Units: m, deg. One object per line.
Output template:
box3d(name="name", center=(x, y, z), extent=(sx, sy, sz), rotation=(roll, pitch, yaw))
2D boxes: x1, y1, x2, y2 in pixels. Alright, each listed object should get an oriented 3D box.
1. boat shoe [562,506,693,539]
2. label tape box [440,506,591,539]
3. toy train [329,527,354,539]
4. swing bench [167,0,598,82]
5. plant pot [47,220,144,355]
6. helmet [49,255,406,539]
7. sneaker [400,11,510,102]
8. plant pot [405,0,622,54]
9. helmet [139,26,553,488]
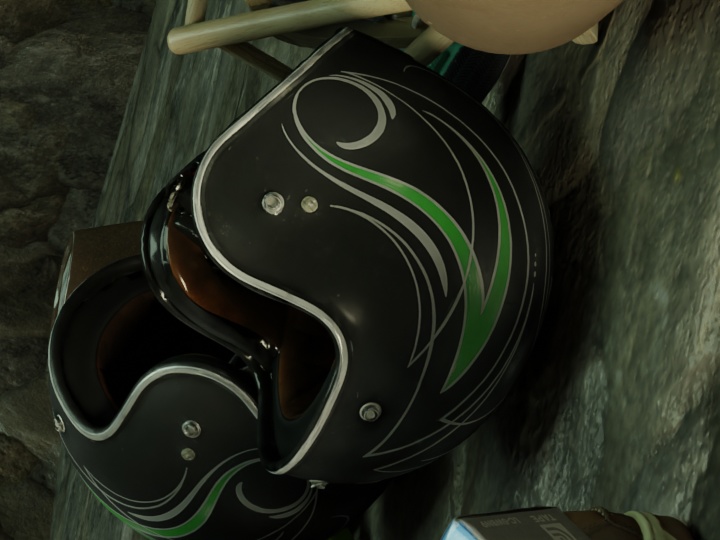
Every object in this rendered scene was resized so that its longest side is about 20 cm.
box3d(name="boat shoe", center=(0.078, 0.185, 0.710), extent=(0.075, 0.075, 0.202), rotation=(122, 155, -58))
box3d(name="label tape box", center=(0.076, 0.195, 0.621), extent=(0.200, 0.063, 0.144), rotation=(44, 114, 33))
box3d(name="toy train", center=(-0.031, 0.142, 1.240), extent=(0.200, 0.085, 0.116), rotation=(-61, 37, 37))
box3d(name="swing bench", center=(0.020, -0.204, 1.020), extent=(0.200, 0.130, 0.199), rotation=(-19, 56, 41))
box3d(name="plant pot", center=(-0.123, 0.034, 1.426), extent=(0.187, 0.200, 0.187), rotation=(-169, 90, -78))
box3d(name="helmet", center=(-0.078, 0.074, 1.127), extent=(0.191, 0.200, 0.200), rotation=(-25, 50, 42))
box3d(name="sneaker", center=(0.062, -0.162, 1.137), extent=(0.088, 0.074, 0.200), rotation=(75, -155, -69))
box3d(name="plant pot", center=(0.074, -0.182, 0.834), extent=(0.175, 0.200, 0.200), rotation=(94, -177, -70))
box3d(name="helmet", center=(0.000, 0.000, 0.951), extent=(0.200, 0.191, 0.200), rotation=(-42, 5, 5))
